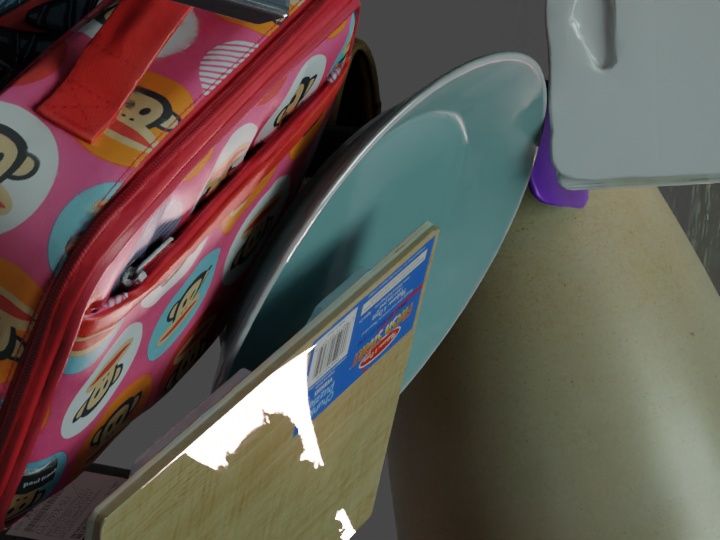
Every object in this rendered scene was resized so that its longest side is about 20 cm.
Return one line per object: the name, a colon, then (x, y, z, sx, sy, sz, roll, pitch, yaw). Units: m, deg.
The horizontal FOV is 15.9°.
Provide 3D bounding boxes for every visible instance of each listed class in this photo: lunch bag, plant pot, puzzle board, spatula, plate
lunch bag: (-0.078, -0.029, 0.846, 0.200, 0.082, 0.177, -50, 168, -48)
plant pot: (0.081, 0.023, 1.158, 0.187, 0.186, 0.201, -32, 108, -57)
puzzle board: (-0.043, 0.083, 0.905, 0.200, 0.017, 0.151, -41, 152, -44)
spatula: (0.032, -0.049, 1.022, 0.199, 0.020, 0.057, -6, 79, -45)
plate: (0.000, 0.000, 0.951, 0.200, 0.026, 0.201, -45, 158, -25)

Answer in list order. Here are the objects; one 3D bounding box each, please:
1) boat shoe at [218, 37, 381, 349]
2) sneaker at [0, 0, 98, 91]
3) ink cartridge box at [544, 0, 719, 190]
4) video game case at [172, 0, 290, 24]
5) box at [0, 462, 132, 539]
boat shoe: (-0.015, -0.008, 1.048, 0.076, 0.073, 0.201, -48, 136, -49)
sneaker: (-0.124, -0.080, 0.823, 0.200, 0.079, 0.096, -48, 138, -48)
ink cartridge box: (0.119, -0.138, 1.053, 0.200, 0.083, 0.146, -77, 163, -63)
video game case: (-0.072, -0.181, 0.718, 0.142, 0.019, 0.202, 11, 76, -43)
box: (-0.108, 0.197, 0.939, 0.160, 0.049, 0.201, -55, 141, -47)
